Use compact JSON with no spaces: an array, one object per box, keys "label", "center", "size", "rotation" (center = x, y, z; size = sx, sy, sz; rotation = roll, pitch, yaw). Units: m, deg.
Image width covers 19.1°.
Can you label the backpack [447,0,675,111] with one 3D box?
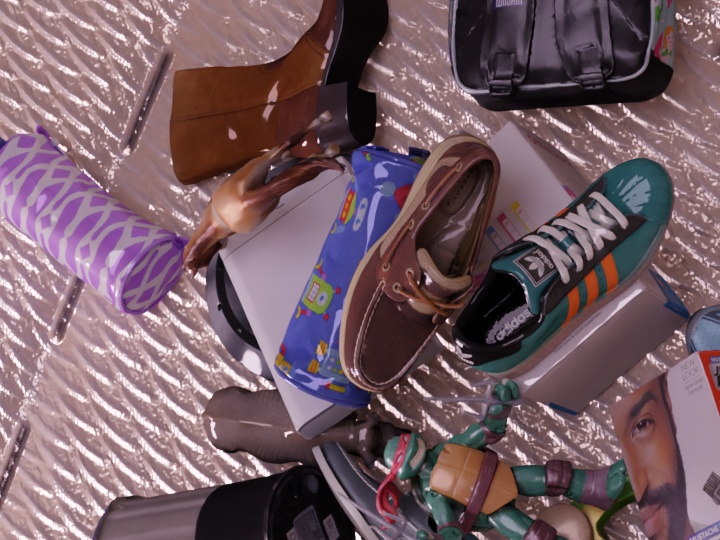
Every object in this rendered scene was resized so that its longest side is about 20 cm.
[{"label":"backpack","center":[0.162,-0.229,1.670],"size":[0.176,0.150,0.202],"rotation":[-3,86,21]}]

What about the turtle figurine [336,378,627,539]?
[{"label":"turtle figurine","center":[0.089,0.154,1.570],"size":[0.199,0.101,0.151],"rotation":[20,83,-2]}]

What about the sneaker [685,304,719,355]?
[{"label":"sneaker","center":[0.314,0.092,1.570],"size":[0.079,0.095,0.200],"rotation":[-47,66,5]}]

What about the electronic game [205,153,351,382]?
[{"label":"electronic game","center":[-0.040,-0.002,1.778],"size":[0.199,0.042,0.202],"rotation":[-9,69,24]}]

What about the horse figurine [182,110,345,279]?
[{"label":"horse figurine","center":[-0.079,-0.062,1.682],"size":[0.132,0.200,0.050],"rotation":[-40,96,-18]}]

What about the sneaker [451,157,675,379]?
[{"label":"sneaker","center":[0.145,-0.003,1.530],"size":[0.200,0.080,0.071],"rotation":[-49,65,9]}]

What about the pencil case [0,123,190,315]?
[{"label":"pencil case","center":[-0.241,-0.044,1.861],"size":[0.200,0.084,0.086],"rotation":[38,73,24]}]

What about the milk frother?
[{"label":"milk frother","center":[-0.127,0.257,1.668],"size":[0.187,0.199,0.182],"rotation":[-14,84,34]}]

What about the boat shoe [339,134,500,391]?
[{"label":"boat shoe","center":[0.047,-0.001,1.535],"size":[0.072,0.072,0.201],"rotation":[27,96,-17]}]

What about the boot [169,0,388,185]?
[{"label":"boot","center":[-0.073,-0.176,1.832],"size":[0.199,0.068,0.190],"rotation":[-8,77,35]}]

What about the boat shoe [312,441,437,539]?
[{"label":"boat shoe","center":[0.040,0.202,1.639],"size":[0.062,0.073,0.200],"rotation":[-39,72,-4]}]

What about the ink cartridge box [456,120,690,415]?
[{"label":"ink cartridge box","center":[0.134,-0.010,1.654],"size":[0.125,0.128,0.200],"rotation":[-42,65,12]}]

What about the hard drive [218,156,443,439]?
[{"label":"hard drive","center":[-0.028,0.019,1.711],"size":[0.132,0.027,0.201],"rotation":[-34,54,11]}]

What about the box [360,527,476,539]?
[{"label":"box","center":[0.032,0.300,1.684],"size":[0.082,0.049,0.202],"rotation":[6,83,25]}]

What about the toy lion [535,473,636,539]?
[{"label":"toy lion","center":[0.250,0.237,1.596],"size":[0.191,0.069,0.201],"rotation":[-27,70,10]}]

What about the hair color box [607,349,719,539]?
[{"label":"hair color box","center":[0.257,0.169,1.526],"size":[0.111,0.064,0.201],"rotation":[-40,58,49]}]

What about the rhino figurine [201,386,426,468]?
[{"label":"rhino figurine","center":[-0.038,0.131,1.727],"size":[0.199,0.087,0.060],"rotation":[6,83,25]}]

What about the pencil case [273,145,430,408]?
[{"label":"pencil case","center":[0.000,0.000,1.606],"size":[0.087,0.078,0.201],"rotation":[27,99,43]}]
